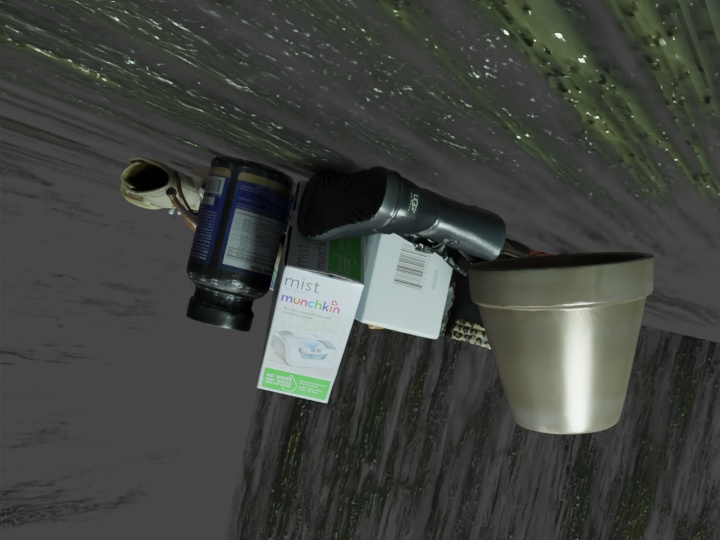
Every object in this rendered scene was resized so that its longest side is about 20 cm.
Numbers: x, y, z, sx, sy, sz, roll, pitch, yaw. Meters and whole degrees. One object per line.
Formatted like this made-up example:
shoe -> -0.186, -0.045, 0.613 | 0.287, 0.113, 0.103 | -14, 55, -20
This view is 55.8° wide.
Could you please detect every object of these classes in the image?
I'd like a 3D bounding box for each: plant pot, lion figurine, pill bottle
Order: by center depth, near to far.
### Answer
plant pot -> 0.221, 0.075, 0.746 | 0.194, 0.179, 0.200 | -6, -176, 0
pill bottle -> -0.158, -0.032, 0.864 | 0.109, 0.206, 0.112 | 14, 179, 0
lion figurine -> -0.203, -0.054, 0.991 | 0.200, 0.072, 0.124 | 45, 162, 27

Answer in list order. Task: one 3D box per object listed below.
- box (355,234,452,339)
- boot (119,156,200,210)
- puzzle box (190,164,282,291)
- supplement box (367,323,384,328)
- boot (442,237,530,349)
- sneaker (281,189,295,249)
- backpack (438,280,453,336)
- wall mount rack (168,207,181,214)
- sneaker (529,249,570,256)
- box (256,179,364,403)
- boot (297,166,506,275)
box -> 0.042, -0.006, 0.915 | 0.103, 0.157, 0.200 | 13, 180, -13
boot -> -0.367, -0.151, 1.173 | 0.195, 0.074, 0.154 | 8, 178, 20
puzzle box -> -0.175, -0.057, 1.031 | 0.131, 0.025, 0.203 | 22, 144, 32
supplement box -> 0.000, 0.000, 1.166 | 0.203, 0.066, 0.069 | 59, -166, 18
boot -> 0.145, 0.022, 0.977 | 0.072, 0.155, 0.197 | 14, 179, -41
sneaker -> -0.099, -0.036, 1.065 | 0.077, 0.091, 0.201 | -24, 150, 0
backpack -> 0.170, 0.037, 1.270 | 0.155, 0.161, 0.201 | 50, -166, -20
wall mount rack -> -0.306, -0.129, 1.355 | 0.194, 0.077, 0.174 | 14, 179, -10
sneaker -> 0.257, -0.002, 0.960 | 0.195, 0.072, 0.090 | 14, 163, 22
box -> -0.060, 0.019, 0.831 | 0.094, 0.180, 0.202 | 13, -148, -8
boot -> 0.040, -0.049, 0.725 | 0.165, 0.079, 0.198 | 19, 170, -31
